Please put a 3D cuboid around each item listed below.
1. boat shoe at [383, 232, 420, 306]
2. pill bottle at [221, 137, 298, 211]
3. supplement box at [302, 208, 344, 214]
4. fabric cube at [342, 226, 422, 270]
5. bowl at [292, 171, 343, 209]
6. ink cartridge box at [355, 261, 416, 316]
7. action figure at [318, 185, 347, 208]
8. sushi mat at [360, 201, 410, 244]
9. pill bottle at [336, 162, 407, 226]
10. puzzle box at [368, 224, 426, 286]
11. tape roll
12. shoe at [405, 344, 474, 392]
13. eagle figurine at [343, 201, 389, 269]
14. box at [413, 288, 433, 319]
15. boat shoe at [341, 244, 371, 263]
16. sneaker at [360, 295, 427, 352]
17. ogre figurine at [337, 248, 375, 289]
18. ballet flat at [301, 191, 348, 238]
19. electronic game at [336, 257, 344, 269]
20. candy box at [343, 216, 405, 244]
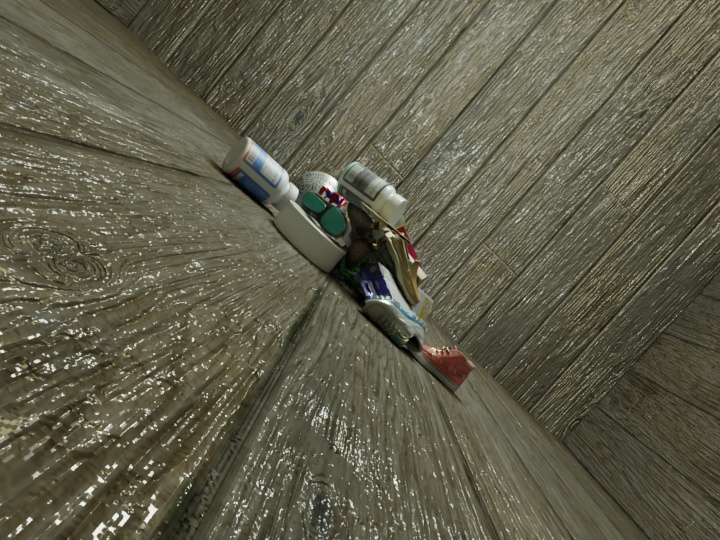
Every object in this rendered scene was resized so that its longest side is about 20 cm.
[{"bbox_3d":[0.131,-0.007,1.480,0.072,0.075,0.204,-4,72,-78],"label":"boat shoe"},{"bbox_3d":[-0.263,-0.249,1.441,0.200,0.112,0.112,41,4,-34],"label":"pill bottle"},{"bbox_3d":[-0.125,-0.157,1.678,0.128,0.105,0.200,21,8,-9],"label":"supplement box"},{"bbox_3d":[0.069,-0.068,1.851,0.203,0.193,0.199,64,-5,-18],"label":"fabric cube"},{"bbox_3d":[-0.155,-0.224,1.820,0.200,0.201,0.095,41,19,-16],"label":"bowl"},{"bbox_3d":[0.065,0.068,1.428,0.200,0.075,0.138,40,24,-57],"label":"ink cartridge box"},{"bbox_3d":[-0.083,-0.223,1.674,0.065,0.053,0.200,29,9,9],"label":"action figure"},{"bbox_3d":[0.064,-0.128,1.440,0.095,0.012,0.200,35,7,-30],"label":"sushi mat"},{"bbox_3d":[0.034,-0.223,1.596,0.199,0.114,0.113,38,3,17],"label":"pill bottle"},{"bbox_3d":[0.099,-0.019,1.578,0.201,0.025,0.134,52,-35,15],"label":"puzzle box"},{"bbox_3d":[-0.130,-0.087,1.386,0.202,0.071,0.202,43,4,-3],"label":"tape roll"},{"bbox_3d":[0.205,0.219,1.388,0.200,0.091,0.072,42,4,-15],"label":"shoe"},{"bbox_3d":[0.005,-0.091,1.432,0.153,0.151,0.199,50,19,13],"label":"eagle figurine"},{"bbox_3d":[0.132,0.089,1.729,0.111,0.103,0.199,21,-13,44],"label":"box"},{"bbox_3d":[0.038,-0.070,1.695,0.196,0.093,0.071,16,5,2],"label":"boat shoe"},{"bbox_3d":[0.084,0.133,1.292,0.197,0.075,0.088,29,40,-22],"label":"sneaker"},{"bbox_3d":[0.000,0.000,1.572,0.119,0.099,0.200,38,2,-8],"label":"ogre figurine"},{"bbox_3d":[-0.083,-0.139,1.417,0.200,0.074,0.074,49,7,37],"label":"ballet flat"},{"bbox_3d":[-0.056,-0.030,1.718,0.200,0.042,0.200,44,4,-4],"label":"electronic game"},{"bbox_3d":[0.036,-0.147,1.691,0.116,0.196,0.056,-106,175,-68],"label":"candy box"}]
